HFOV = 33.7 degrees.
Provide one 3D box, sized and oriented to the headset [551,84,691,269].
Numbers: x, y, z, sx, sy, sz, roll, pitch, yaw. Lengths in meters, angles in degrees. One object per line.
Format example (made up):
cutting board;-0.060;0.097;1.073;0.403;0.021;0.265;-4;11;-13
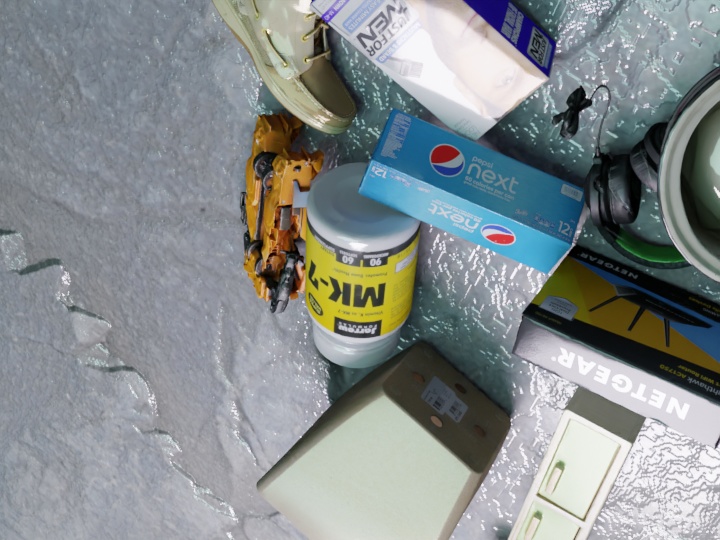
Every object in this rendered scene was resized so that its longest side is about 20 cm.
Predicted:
headset;0.244;-0.077;1.049;0.123;0.094;0.200;-27;111;38

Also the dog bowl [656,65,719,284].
dog bowl;0.333;-0.087;0.962;0.198;0.074;0.202;1;113;2

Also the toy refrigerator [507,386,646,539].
toy refrigerator;0.223;0.219;1.239;0.076;0.070;0.201;27;127;15

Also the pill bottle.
pill bottle;0.000;0.000;1.210;0.114;0.114;0.201;23;140;18

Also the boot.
boot;-0.039;-0.246;1.147;0.155;0.073;0.201;-36;91;38

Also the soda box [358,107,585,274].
soda box;0.103;-0.073;1.109;0.199;0.065;0.068;23;153;-2

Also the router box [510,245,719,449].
router box;0.256;0.064;1.083;0.199;0.149;0.051;24;126;18

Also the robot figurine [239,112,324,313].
robot figurine;-0.085;-0.055;1.258;0.145;0.058;0.201;-121;31;-47

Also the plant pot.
plant pot;0.046;0.199;1.269;0.200;0.200;0.177;42;118;5

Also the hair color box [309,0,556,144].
hair color box;0.066;-0.218;1.063;0.199;0.065;0.109;37;131;-18
